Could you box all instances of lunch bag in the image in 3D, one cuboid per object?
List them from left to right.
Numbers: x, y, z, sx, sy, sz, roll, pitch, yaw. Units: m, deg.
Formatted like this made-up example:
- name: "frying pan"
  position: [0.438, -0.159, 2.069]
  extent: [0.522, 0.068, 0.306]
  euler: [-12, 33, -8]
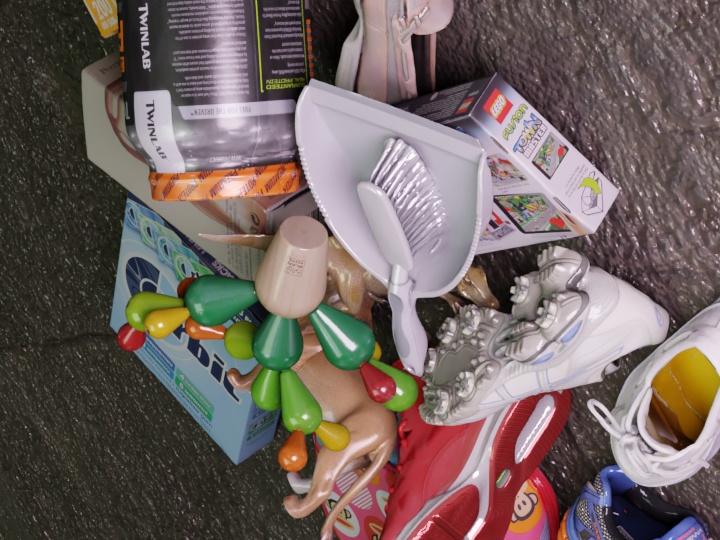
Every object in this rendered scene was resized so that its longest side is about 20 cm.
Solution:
- name: "lunch bag"
  position: [0.055, 0.182, 1.577]
  extent: [0.200, 0.082, 0.176]
  euler: [30, 141, 39]

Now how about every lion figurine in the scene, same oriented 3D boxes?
- name: "lion figurine"
  position: [-0.018, 0.085, 1.525]
  extent: [0.200, 0.122, 0.072]
  euler: [63, -172, 23]

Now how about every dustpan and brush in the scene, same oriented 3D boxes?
- name: "dustpan and brush"
  position: [0.026, -0.013, 1.342]
  extent: [0.140, 0.057, 0.200]
  euler: [23, 150, 32]

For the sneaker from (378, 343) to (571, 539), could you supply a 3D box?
- name: "sneaker"
  position: [0.046, 0.133, 1.459]
  extent: [0.116, 0.200, 0.078]
  euler: [32, 172, 46]

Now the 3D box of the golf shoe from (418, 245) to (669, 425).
- name: "golf shoe"
  position: [0.110, 0.057, 1.357]
  extent: [0.097, 0.078, 0.200]
  euler: [18, 153, -23]

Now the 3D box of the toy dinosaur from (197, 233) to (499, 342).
- name: "toy dinosaur"
  position: [0.000, 0.000, 1.441]
  extent: [0.200, 0.058, 0.101]
  euler: [12, 144, 12]

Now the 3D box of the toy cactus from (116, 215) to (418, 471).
- name: "toy cactus"
  position: [-0.057, 0.037, 1.403]
  extent: [0.200, 0.102, 0.165]
  euler: [24, 135, 9]

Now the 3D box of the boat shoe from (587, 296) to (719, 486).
- name: "boat shoe"
  position: [0.180, 0.088, 1.292]
  extent: [0.075, 0.086, 0.202]
  euler: [51, 150, 11]

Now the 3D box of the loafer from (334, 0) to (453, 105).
- name: "loafer"
  position: [0.032, -0.158, 1.313]
  extent: [0.063, 0.072, 0.200]
  euler: [32, 152, 8]

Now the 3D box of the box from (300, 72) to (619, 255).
- name: "box"
  position: [0.057, -0.058, 1.351]
  extent: [0.110, 0.035, 0.200]
  euler: [42, 156, -21]

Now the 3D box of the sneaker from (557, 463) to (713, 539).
- name: "sneaker"
  position: [0.204, 0.197, 1.380]
  extent: [0.200, 0.075, 0.078]
  euler: [37, 141, 30]

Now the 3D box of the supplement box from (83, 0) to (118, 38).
- name: "supplement box"
  position: [-0.171, -0.271, 1.488]
  extent: [0.126, 0.074, 0.200]
  euler: [-15, 105, 59]

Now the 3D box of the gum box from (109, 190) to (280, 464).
- name: "gum box"
  position: [-0.125, 0.037, 1.746]
  extent: [0.170, 0.045, 0.200]
  euler: [46, 150, 20]

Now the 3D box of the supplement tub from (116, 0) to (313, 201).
- name: "supplement tub"
  position: [-0.092, -0.146, 1.381]
  extent: [0.123, 0.122, 0.200]
  euler: [4, 98, 55]

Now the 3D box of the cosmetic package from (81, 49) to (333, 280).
- name: "cosmetic package"
  position: [-0.094, -0.081, 1.529]
  extent: [0.200, 0.103, 0.087]
  euler: [35, 143, 31]
